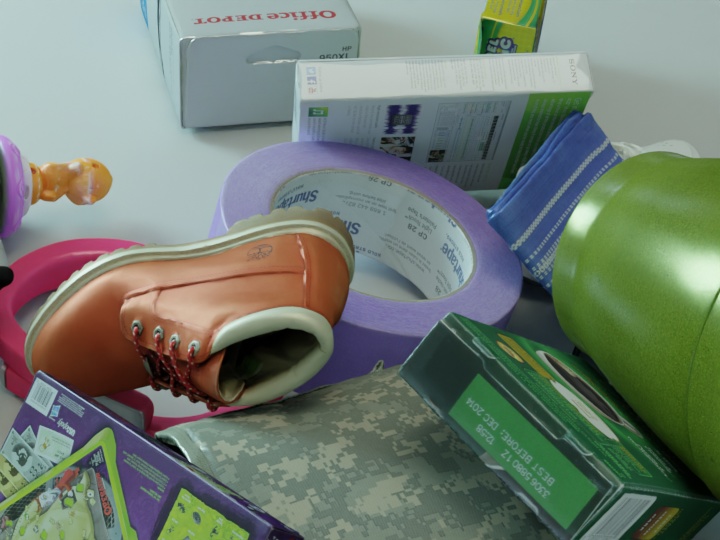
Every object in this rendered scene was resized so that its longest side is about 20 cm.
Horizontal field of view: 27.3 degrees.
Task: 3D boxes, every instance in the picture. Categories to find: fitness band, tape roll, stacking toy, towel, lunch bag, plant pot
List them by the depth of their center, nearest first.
[{"bbox_3d":[0.000,0.141,0.757,0.163,0.118,0.201,-14,47,-22],"label":"lunch bag"},{"bbox_3d":[0.210,0.022,0.805,0.199,0.202,0.193,-16,27,-26],"label":"plant pot"},{"bbox_3d":[-0.139,0.044,0.928,0.199,0.038,0.144,24,39,19],"label":"fitness band"},{"bbox_3d":[0.000,0.000,0.944,0.198,0.066,0.201,14,35,-10],"label":"tape roll"},{"bbox_3d":[0.178,-0.001,0.955,0.200,0.024,0.145,46,45,-2],"label":"towel"},{"bbox_3d":[-0.263,-0.059,0.998,0.198,0.110,0.117,-3,44,-29],"label":"stacking toy"}]

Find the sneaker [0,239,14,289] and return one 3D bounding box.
[{"bbox_3d":[-0.288,0.024,0.871,0.198,0.081,0.116,-27,78,-1],"label":"sneaker"}]

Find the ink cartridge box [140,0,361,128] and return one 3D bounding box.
[{"bbox_3d":[-0.095,-0.205,1.203,0.143,0.085,0.201,-6,39,-15],"label":"ink cartridge box"}]

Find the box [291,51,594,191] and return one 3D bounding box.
[{"bbox_3d":[0.051,-0.100,1.037,0.198,0.145,0.037,-1,67,-6],"label":"box"}]

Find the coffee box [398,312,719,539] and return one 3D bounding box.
[{"bbox_3d":[0.110,0.088,0.761,0.123,0.044,0.200,45,12,25],"label":"coffee box"}]

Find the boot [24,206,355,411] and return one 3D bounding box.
[{"bbox_3d":[-0.099,0.037,0.801,0.198,0.075,0.108,-20,34,14],"label":"boot"}]

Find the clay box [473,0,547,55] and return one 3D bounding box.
[{"bbox_3d":[0.118,-0.180,1.177,0.047,0.116,0.201,11,39,5],"label":"clay box"}]

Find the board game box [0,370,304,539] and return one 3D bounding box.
[{"bbox_3d":[-0.122,0.139,0.716,0.199,0.032,0.121,25,84,43],"label":"board game box"}]

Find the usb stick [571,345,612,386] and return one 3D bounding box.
[{"bbox_3d":[0.141,0.096,0.900,0.055,0.033,0.200,17,39,10],"label":"usb stick"}]

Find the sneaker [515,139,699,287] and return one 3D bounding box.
[{"bbox_3d":[0.179,-0.058,1.054,0.199,0.088,0.074,-27,42,-37],"label":"sneaker"}]
